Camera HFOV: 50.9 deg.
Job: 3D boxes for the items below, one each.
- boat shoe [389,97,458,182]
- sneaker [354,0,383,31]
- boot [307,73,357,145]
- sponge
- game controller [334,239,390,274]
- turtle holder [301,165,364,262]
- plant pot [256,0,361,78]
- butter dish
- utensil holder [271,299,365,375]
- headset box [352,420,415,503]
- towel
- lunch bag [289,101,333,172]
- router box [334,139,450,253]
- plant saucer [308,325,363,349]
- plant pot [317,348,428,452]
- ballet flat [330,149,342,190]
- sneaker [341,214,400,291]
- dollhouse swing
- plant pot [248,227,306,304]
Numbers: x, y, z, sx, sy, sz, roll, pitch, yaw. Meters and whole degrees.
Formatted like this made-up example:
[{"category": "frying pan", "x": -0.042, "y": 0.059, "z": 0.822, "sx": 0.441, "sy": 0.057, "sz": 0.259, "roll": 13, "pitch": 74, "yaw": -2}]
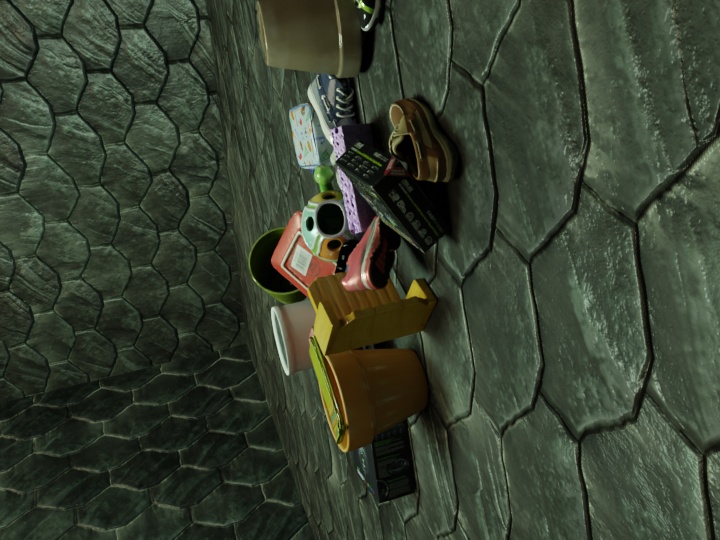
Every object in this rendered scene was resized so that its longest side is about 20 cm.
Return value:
[{"category": "boat shoe", "x": 0.082, "y": -0.207, "z": 1.187, "sx": 0.201, "sy": 0.073, "sz": 0.076, "roll": -120, "pitch": 24, "yaw": -46}, {"category": "sneaker", "x": -0.009, "y": -0.503, "z": 1.271, "sx": 0.072, "sy": 0.082, "sz": 0.202, "roll": -121, "pitch": 24, "yaw": -49}, {"category": "boot", "x": -0.042, "y": -0.334, "z": 1.544, "sx": 0.201, "sy": 0.072, "sz": 0.090, "roll": 60, "pitch": 140, "yaw": 20}, {"category": "sponge", "x": -0.001, "y": -0.178, "z": 1.451, "sx": 0.030, "sy": 0.111, "sz": 0.202, "roll": -7, "pitch": 97, "yaw": 31}, {"category": "game controller", "x": 0.000, "y": 0.000, "z": 1.582, "sx": 0.201, "sy": 0.103, "sz": 0.043, "roll": 106, "pitch": 170, "yaw": -59}, {"category": "turtle holder", "x": -0.053, "y": -0.115, "z": 1.593, "sx": 0.132, "sy": 0.140, "sz": 0.187, "roll": 69, "pitch": -140, "yaw": -82}, {"category": "plant pot", "x": -0.101, "y": -0.455, "z": 1.423, "sx": 0.200, "sy": 0.172, "sz": 0.202, "roll": 169, "pitch": 90, "yaw": -82}, {"category": "butter dish", "x": -0.079, "y": -0.041, "z": 1.763, "sx": 0.199, "sy": 0.148, "sz": 0.201, "roll": 40, "pitch": 134, "yaw": 8}, {"category": "utensil holder", "x": -0.103, "y": 0.148, "z": 1.852, "sx": 0.170, "sy": 0.198, "sz": 0.172, "roll": 166, "pitch": 90, "yaw": -77}, {"category": "headset box", "x": 0.042, "y": 0.393, "z": 1.733, "sx": 0.174, "sy": 0.092, "sz": 0.202, "roll": -149, "pitch": 50, "yaw": -68}, {"category": "towel", "x": -0.068, "y": 0.231, "z": 1.464, "sx": 0.086, "sy": 0.018, "sz": 0.201, "roll": 105, "pitch": 149, "yaw": -57}, {"category": "lunch bag", "x": -0.106, "y": -0.311, "z": 1.766, "sx": 0.200, "sy": 0.075, "sz": 0.162, "roll": -160, "pitch": 57, "yaw": -71}, {"category": "router box", "x": 0.050, "y": -0.127, "z": 1.260, "sx": 0.150, "sy": 0.062, "sz": 0.200, "roll": 50, "pitch": 178, "yaw": -27}, {"category": "plant saucer", "x": -0.037, "y": 0.206, "z": 1.690, "sx": 0.201, "sy": 0.037, "sz": 0.200, "roll": 61, "pitch": -160, "yaw": 5}, {"category": "plant pot", "x": 0.028, "y": 0.236, "z": 1.501, "sx": 0.200, "sy": 0.181, "sz": 0.202, "roll": 167, "pitch": 90, "yaw": -75}, {"category": "ballet flat", "x": -0.018, "y": -0.210, "z": 1.563, "sx": 0.201, "sy": 0.069, "sz": 0.070, "roll": -115, "pitch": 20, "yaw": -48}, {"category": "sneaker", "x": 0.013, "y": -0.038, "z": 1.393, "sx": 0.074, "sy": 0.086, "sz": 0.201, "roll": 55, "pitch": -146, "yaw": -28}, {"category": "dollhouse swing", "x": 0.007, "y": 0.039, "z": 1.404, "sx": 0.182, "sy": 0.198, "sz": 0.177, "roll": 106, "pitch": 148, "yaw": -59}, {"category": "plant pot", "x": -0.210, "y": 0.006, "z": 2.191, "sx": 0.193, "sy": 0.198, "sz": 0.202, "roll": 86, "pitch": 167, "yaw": -69}]
